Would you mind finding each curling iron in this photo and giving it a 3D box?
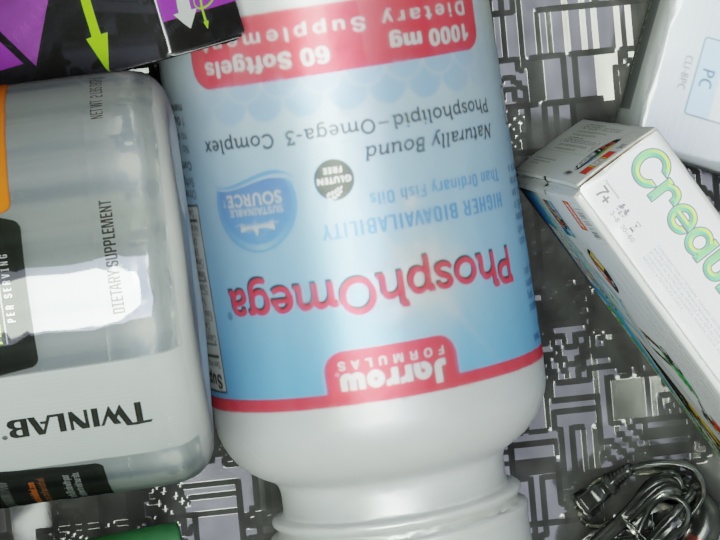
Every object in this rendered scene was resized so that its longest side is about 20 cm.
[{"bbox_3d":[0.070,0.155,0.982,0.049,0.026,0.201,21,97,15],"label":"curling iron"}]

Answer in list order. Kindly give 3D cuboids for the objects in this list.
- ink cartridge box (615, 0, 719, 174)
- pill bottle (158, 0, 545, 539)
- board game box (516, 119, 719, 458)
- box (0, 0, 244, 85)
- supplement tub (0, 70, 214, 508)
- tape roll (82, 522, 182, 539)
[{"bbox_3d":[0.200,-0.093,0.964,0.199,0.047,0.161,15,92,-4],"label":"ink cartridge box"},{"bbox_3d":[0.000,0.000,0.920,0.108,0.109,0.201,-10,95,-5],"label":"pill bottle"},{"bbox_3d":[0.127,0.041,0.927,0.035,0.126,0.200,-37,97,-2],"label":"board game box"},{"bbox_3d":[-0.119,-0.151,0.889,0.036,0.142,0.201,-20,96,-43],"label":"box"},{"bbox_3d":[-0.146,0.013,0.845,0.199,0.123,0.123,-8,95,-2],"label":"supplement tub"},{"bbox_3d":[-0.058,0.179,0.881,0.048,0.200,0.202,-11,95,-4],"label":"tape roll"}]
